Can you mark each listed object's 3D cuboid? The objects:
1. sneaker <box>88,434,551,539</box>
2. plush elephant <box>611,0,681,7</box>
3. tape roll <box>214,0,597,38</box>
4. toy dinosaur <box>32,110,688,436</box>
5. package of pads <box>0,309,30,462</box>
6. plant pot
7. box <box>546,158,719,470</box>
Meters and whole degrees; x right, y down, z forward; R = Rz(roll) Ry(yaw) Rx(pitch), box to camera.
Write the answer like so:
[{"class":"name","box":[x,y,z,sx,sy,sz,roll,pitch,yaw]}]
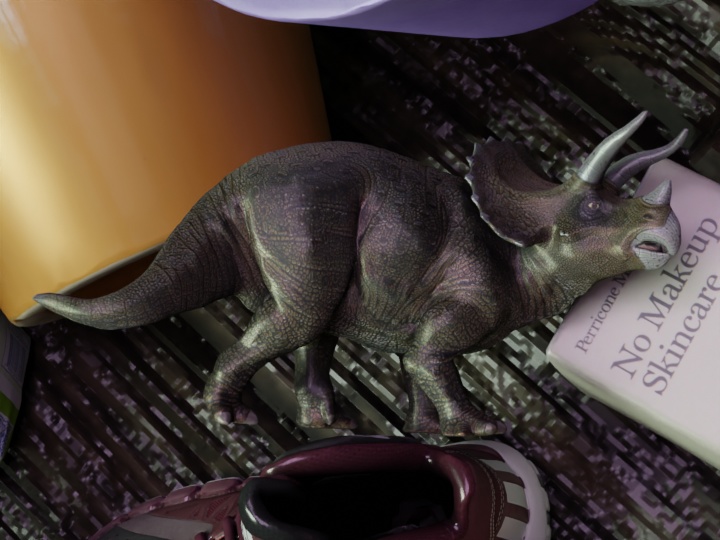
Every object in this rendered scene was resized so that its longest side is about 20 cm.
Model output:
[{"class":"sneaker","box":[-0.042,0.093,0.745,0.199,0.115,0.076,-21,71,11]},{"class":"plush elephant","box":[0.115,-0.202,0.701,0.164,0.156,0.200,-10,47,-30]},{"class":"tape roll","box":[0.013,-0.169,0.637,0.199,0.085,0.202,1,91,41]},{"class":"toy dinosaur","box":[0.000,0.000,0.712,0.198,0.077,0.103,4,86,2]},{"class":"package of pads","box":[-0.235,0.006,0.803,0.198,0.155,0.069,8,68,18]},{"class":"plant pot","box":[-0.098,-0.088,0.778,0.199,0.200,0.184,-24,86,10]},{"class":"box","box":[0.166,0.046,0.717,0.199,0.068,0.083,28,87,21]}]
